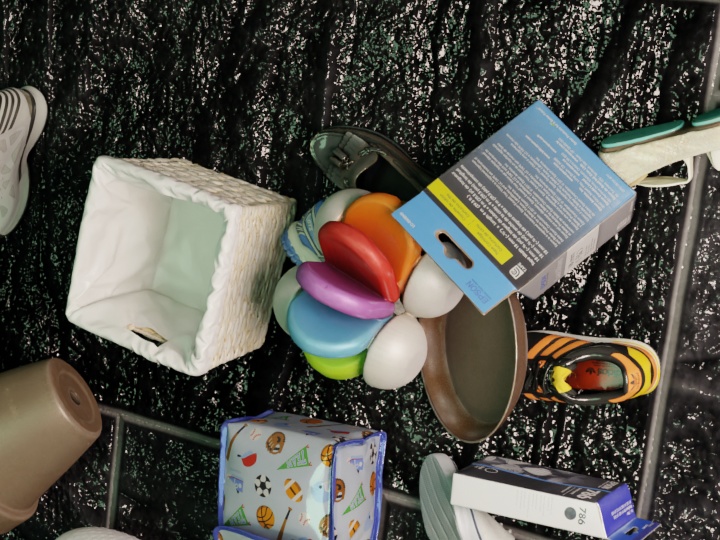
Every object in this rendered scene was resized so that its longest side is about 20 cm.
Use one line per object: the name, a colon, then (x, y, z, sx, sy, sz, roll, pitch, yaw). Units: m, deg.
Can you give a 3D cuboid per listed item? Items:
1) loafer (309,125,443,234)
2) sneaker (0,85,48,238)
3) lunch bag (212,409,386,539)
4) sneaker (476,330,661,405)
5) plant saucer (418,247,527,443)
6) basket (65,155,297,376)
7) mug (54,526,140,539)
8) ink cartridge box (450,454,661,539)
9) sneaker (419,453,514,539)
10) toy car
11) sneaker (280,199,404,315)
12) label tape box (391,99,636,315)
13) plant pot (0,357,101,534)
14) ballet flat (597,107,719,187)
loafer: (0.022, -0.102, 1.541, 0.199, 0.063, 0.072, 30, 108, 22)
sneaker: (-0.465, -0.134, 1.771, 0.075, 0.115, 0.202, 24, 106, 24)
lunch bag: (-0.071, 0.271, 1.592, 0.169, 0.123, 0.202, 8, 98, 34)
sneaker: (0.199, 0.101, 1.451, 0.198, 0.090, 0.071, -1, 94, 29)
plant saucer: (0.119, 0.076, 1.479, 0.200, 0.032, 0.202, 7, 98, 62)
basket: (-0.200, -0.011, 1.615, 0.197, 0.160, 0.202, 20, 104, 25)
mug: (-0.298, 0.410, 1.734, 0.174, 0.147, 0.201, 23, 136, 32)
ink cartridge box: (0.201, 0.233, 1.459, 0.198, 0.099, 0.040, 10, 98, 26)
sneaker: (0.122, 0.285, 1.523, 0.073, 0.070, 0.201, -56, 45, 42)
toy car: (-0.003, 0.013, 1.444, 0.174, 0.150, 0.201, 31, 93, 24)
sneaker: (0.000, 0.000, 1.559, 0.200, 0.077, 0.085, 44, 109, 17)
label tape box: (0.150, -0.053, 1.412, 0.199, 0.063, 0.144, -37, 68, -13)
plant pot: (-0.420, 0.195, 1.756, 0.174, 0.200, 0.201, -32, 80, 9)
ballet flat: (0.327, -0.121, 1.383, 0.199, 0.067, 0.063, -13, 105, 36)
